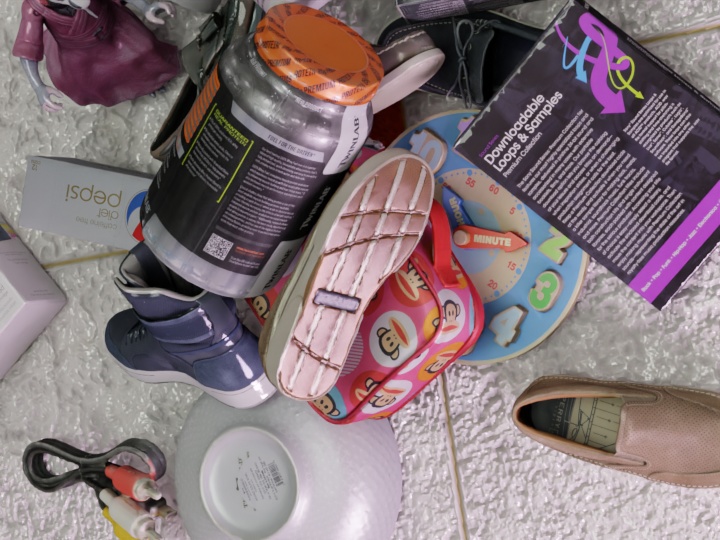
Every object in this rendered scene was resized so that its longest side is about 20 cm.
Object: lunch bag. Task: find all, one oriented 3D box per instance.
[{"bbox_3d":[0.000,0.000,1.591,0.176,0.082,0.200,-44,66,30],"label":"lunch bag"}]

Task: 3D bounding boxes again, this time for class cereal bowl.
[{"bbox_3d":[-0.071,0.168,1.662,0.200,0.083,0.200,0,91,28],"label":"cereal bowl"}]

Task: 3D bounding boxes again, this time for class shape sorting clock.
[{"bbox_3d":[0.084,-0.026,1.602,0.200,0.039,0.200,0,91,27],"label":"shape sorting clock"}]

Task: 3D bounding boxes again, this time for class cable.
[{"bbox_3d":[-0.226,0.173,1.731,0.200,0.050,0.097,19,120,36],"label":"cable"}]

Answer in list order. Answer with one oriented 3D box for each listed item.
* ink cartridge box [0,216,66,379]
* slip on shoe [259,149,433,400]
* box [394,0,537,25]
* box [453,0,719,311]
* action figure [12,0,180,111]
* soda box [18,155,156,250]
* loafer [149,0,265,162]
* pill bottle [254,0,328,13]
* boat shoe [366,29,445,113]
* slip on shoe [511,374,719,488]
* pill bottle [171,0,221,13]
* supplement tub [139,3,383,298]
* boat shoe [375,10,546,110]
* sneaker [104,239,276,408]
[{"bbox_3d":[-0.366,-0.006,1.817,0.117,0.067,0.200,-48,71,20],"label":"ink cartridge box"},{"bbox_3d":[-0.015,-0.003,1.514,0.200,0.076,0.061,-66,30,11],"label":"slip on shoe"},{"bbox_3d":[0.114,-0.284,1.523,0.200,0.086,0.164,-11,86,7],"label":"box"},{"bbox_3d":[0.189,-0.086,1.509,0.200,0.036,0.143,38,109,-4],"label":"box"},{"bbox_3d":[-0.221,-0.210,1.671,0.134,0.200,0.149,-28,65,1],"label":"action figure"},{"bbox_3d":[-0.184,-0.049,1.722,0.200,0.068,0.064,11,96,26],"label":"soda box"},{"bbox_3d":[-0.123,-0.150,1.644,0.063,0.072,0.200,15,132,-5],"label":"loafer"},{"bbox_3d":[-0.089,-0.287,1.531,0.200,0.112,0.112,45,110,7],"label":"pill bottle"},{"bbox_3d":[-0.011,-0.145,1.605,0.200,0.072,0.060,-31,79,50],"label":"boat shoe"},{"bbox_3d":[0.208,0.117,1.530,0.200,0.061,0.076,13,97,26],"label":"slip on shoe"},{"bbox_3d":[-0.110,-0.315,1.652,0.116,0.116,0.200,37,107,21],"label":"pill bottle"},{"bbox_3d":[-0.071,-0.088,1.512,0.123,0.122,0.200,45,123,19],"label":"supplement tub"},{"bbox_3d":[0.096,-0.161,1.578,0.200,0.062,0.075,14,107,27],"label":"boat shoe"},{"bbox_3d":[-0.163,0.027,1.654,0.202,0.146,0.077,11,54,46],"label":"sneaker"}]
